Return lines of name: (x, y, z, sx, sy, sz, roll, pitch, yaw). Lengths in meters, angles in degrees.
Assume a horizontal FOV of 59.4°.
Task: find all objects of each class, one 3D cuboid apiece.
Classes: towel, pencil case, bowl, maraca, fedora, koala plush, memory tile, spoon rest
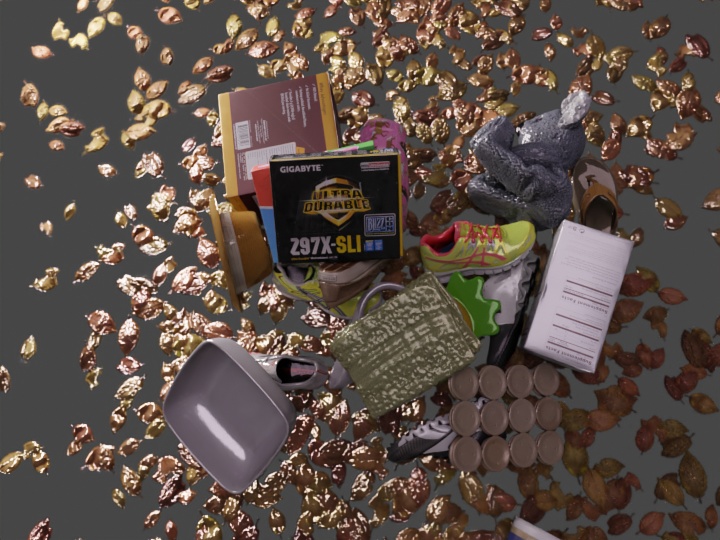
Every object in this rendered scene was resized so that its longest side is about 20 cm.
towel: (0.066, 0.112, 0.930, 0.198, 0.036, 0.150, -34, 83, 7)
pencil case: (0.039, -0.161, 1.103, 0.081, 0.086, 0.205, -11, 69, 36)
bowl: (-0.196, 0.216, 0.979, 0.200, 0.074, 0.201, 43, 117, 9)
maraca: (0.127, 0.093, 0.990, 0.199, 0.107, 0.138, -39, 76, 12)
fedora: (-0.192, -0.033, 1.035, 0.080, 0.201, 0.205, -13, 71, -11)
koala plush: (0.301, -0.185, 1.034, 0.182, 0.179, 0.200, 35, 69, 22)
memory tile: (0.220, 0.220, 0.950, 0.195, 0.017, 0.157, 2, 79, -21)
spoon rest: (0.002, 0.100, 1.013, 0.060, 0.099, 0.202, 34, 85, -9)

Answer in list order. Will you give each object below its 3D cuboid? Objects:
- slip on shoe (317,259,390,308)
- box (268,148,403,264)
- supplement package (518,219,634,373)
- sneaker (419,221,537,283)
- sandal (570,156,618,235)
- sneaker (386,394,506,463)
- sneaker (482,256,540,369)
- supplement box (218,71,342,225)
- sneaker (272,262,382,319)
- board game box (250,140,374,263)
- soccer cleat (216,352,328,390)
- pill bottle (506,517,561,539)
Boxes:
slip on shoe: (0.000, 0.000, 1.023, 0.074, 0.199, 0.062, 6, 111, 27)
box: (-0.034, -0.097, 0.961, 0.195, 0.050, 0.163, -2, 111, 0)
supplement package: (0.328, 0.044, 0.974, 0.107, 0.114, 0.204, 18, 87, 12)
sneaker: (0.184, -0.044, 1.014, 0.196, 0.091, 0.079, -18, 37, 16)
sandal: (0.395, -0.099, 1.055, 0.078, 0.054, 0.205, 2, 74, 8)
sneaker: (0.138, 0.264, 0.967, 0.196, 0.067, 0.092, -23, 69, -3)
sneaker: (0.223, 0.065, 1.022, 0.087, 0.074, 0.204, 13, 70, 23)
supplement box: (-0.129, -0.208, 1.108, 0.195, 0.133, 0.202, -10, 72, 3)
sneaker: (-0.059, 0.029, 1.057, 0.195, 0.077, 0.077, 12, 72, 7)
board game box: (-0.060, -0.107, 1.004, 0.195, 0.040, 0.156, -12, 109, 4)
soccer cleat: (-0.149, 0.164, 1.021, 0.195, 0.085, 0.070, 0, 73, 6)
pill bottle: (0.228, 0.463, 0.871, 0.109, 0.111, 0.203, 23, 77, 13)
